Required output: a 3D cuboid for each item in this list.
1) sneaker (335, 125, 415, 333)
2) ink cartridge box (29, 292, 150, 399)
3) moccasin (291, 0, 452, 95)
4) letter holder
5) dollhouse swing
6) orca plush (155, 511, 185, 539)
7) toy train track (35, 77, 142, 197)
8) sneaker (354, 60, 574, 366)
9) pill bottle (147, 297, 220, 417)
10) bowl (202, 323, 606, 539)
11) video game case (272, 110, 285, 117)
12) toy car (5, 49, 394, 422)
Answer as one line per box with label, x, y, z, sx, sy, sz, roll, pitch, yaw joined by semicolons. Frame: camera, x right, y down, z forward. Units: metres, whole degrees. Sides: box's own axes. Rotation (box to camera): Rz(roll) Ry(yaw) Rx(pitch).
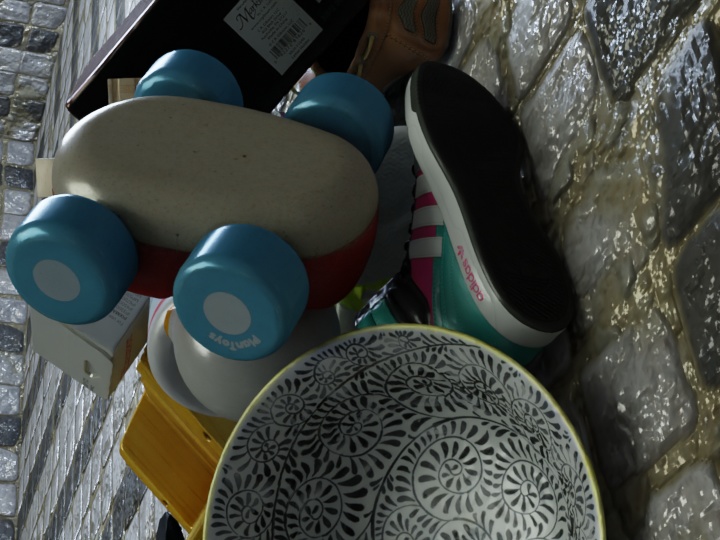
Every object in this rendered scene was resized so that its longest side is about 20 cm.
sneaker;0.000;0.000;0.840;0.105;0.075;0.203;-134;53;-66
ink cartridge box;-0.188;-0.010;1.089;0.201;0.083;0.145;-59;0;-23
moccasin;-0.007;-0.154;0.909;0.201;0.077;0.075;-172;90;-70
letter holder;-0.090;-0.165;0.865;0.200;0.100;0.142;-47;20;9
dollhouse swing;-0.167;0.169;1.063;0.182;0.176;0.200;46;150;6
orca plush;-0.022;0.173;0.710;0.072;0.199;0.105;-57;24;-2
toy train track;-0.097;-0.061;0.795;0.033;0.197;0.116;-148;55;-78
sneaker;0.045;-0.011;0.719;0.121;0.083;0.202;-53;35;38
pill bottle;-0.089;-0.004;0.890;0.201;0.107;0.110;-98;24;-54
bowl;0.031;0.132;0.632;0.094;0.198;0.204;24;-113;-64
video game case;-0.089;-0.001;1.093;0.201;0.035;0.183;109;161;-56
toy car;-0.077;0.015;0.721;0.185;0.174;0.202;-64;-20;-50
